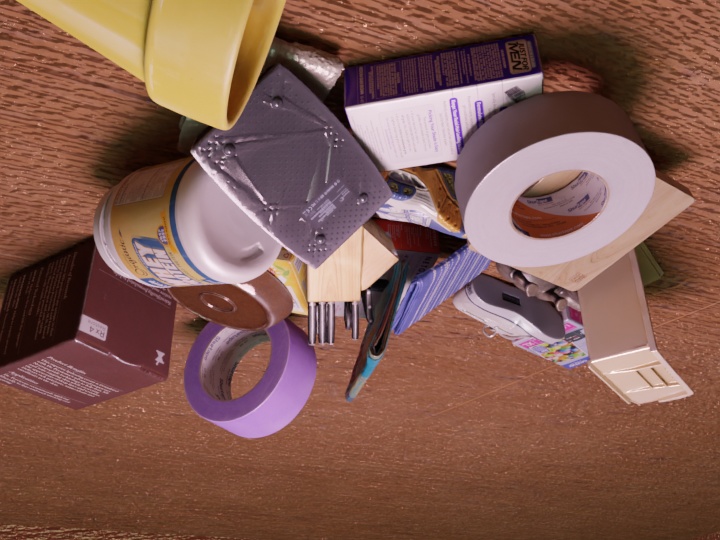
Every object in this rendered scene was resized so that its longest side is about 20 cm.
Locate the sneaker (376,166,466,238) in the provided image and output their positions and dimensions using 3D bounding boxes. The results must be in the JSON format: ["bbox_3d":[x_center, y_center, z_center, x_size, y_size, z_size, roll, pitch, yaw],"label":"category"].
[{"bbox_3d":[0.066,-0.092,0.924,0.199,0.076,0.088,24,157,-32],"label":"sneaker"}]

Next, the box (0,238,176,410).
[{"bbox_3d":[-0.400,0.084,1.076,0.199,0.165,0.166,-20,143,26],"label":"box"}]

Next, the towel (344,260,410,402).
[{"bbox_3d":[0.018,0.089,1.020,0.022,0.147,0.200,20,152,-2],"label":"towel"}]

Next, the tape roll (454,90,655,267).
[{"bbox_3d":[0.202,-0.091,0.786,0.199,0.066,0.201,-4,141,-3],"label":"tape roll"}]

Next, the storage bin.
[{"bbox_3d":[0.388,0.069,1.058,0.093,0.201,0.198,-21,144,30],"label":"storage bin"}]

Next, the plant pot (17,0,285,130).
[{"bbox_3d":[-0.158,-0.234,0.566,0.188,0.201,0.201,19,145,-7],"label":"plant pot"}]

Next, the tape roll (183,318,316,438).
[{"bbox_3d":[-0.175,0.156,1.172,0.199,0.201,0.085,-16,146,21],"label":"tape roll"}]

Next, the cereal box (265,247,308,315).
[{"bbox_3d":[-0.167,-0.002,1.020,0.199,0.040,0.144,10,150,15],"label":"cereal box"}]

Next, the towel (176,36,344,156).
[{"bbox_3d":[-0.114,-0.178,0.793,0.132,0.035,0.200,12,147,-25],"label":"towel"}]

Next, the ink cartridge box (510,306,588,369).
[{"bbox_3d":[0.372,0.122,1.300,0.199,0.042,0.119,22,141,-36],"label":"ink cartridge box"}]

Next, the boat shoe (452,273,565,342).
[{"bbox_3d":[0.230,0.075,1.181,0.201,0.075,0.086,21,144,-25],"label":"boat shoe"}]

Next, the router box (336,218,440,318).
[{"bbox_3d":[0.000,0.000,1.071,0.179,0.049,0.200,5,147,-11],"label":"router box"}]

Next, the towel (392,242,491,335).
[{"bbox_3d":[0.124,0.001,1.001,0.200,0.024,0.145,-34,161,-29],"label":"towel"}]

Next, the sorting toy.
[{"bbox_3d":[0.262,-0.082,0.915,0.198,0.070,0.200,19,134,-30],"label":"sorting toy"}]

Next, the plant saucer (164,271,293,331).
[{"bbox_3d":[-0.191,0.032,1.018,0.199,0.035,0.201,14,152,7],"label":"plant saucer"}]

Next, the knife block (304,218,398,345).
[{"bbox_3d":[-0.048,-0.002,0.946,0.175,0.064,0.200,-41,118,14],"label":"knife block"}]

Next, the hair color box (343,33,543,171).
[{"bbox_3d":[0.090,-0.173,0.784,0.199,0.065,0.109,-6,147,10],"label":"hair color box"}]

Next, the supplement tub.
[{"bbox_3d":[-0.199,-0.054,0.847,0.199,0.145,0.145,-4,154,41],"label":"supplement tub"}]

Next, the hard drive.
[{"bbox_3d":[-0.068,-0.105,0.770,0.135,0.042,0.200,-44,127,2],"label":"hard drive"}]

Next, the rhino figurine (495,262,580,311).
[{"bbox_3d":[0.273,0.015,1.086,0.200,0.087,0.060,25,102,-39],"label":"rhino figurine"}]
